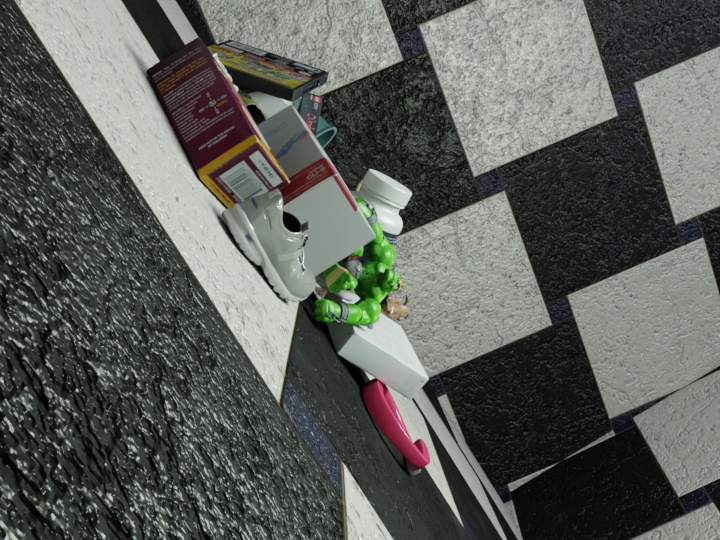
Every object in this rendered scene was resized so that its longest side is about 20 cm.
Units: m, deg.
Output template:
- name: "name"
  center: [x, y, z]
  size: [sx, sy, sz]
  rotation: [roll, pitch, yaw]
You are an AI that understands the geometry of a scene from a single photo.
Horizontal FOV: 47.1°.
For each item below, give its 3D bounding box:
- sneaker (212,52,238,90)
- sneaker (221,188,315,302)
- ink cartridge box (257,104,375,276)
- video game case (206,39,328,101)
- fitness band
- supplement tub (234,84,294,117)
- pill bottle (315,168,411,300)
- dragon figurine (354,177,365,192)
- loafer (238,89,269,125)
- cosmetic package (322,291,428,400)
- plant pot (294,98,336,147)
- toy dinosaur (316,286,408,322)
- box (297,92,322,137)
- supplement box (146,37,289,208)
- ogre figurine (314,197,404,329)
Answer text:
- name: "sneaker"
  center: [-0.231, -0.271, 1.282]
  size: [0.200, 0.081, 0.077]
  rotation: [62, 2, 38]
- name: "sneaker"
  center: [-0.090, -0.026, 1.019]
  size: [0.075, 0.082, 0.200]
  rotation: [60, 2, 31]
- name: "ink cartridge box"
  center: [-0.098, -0.111, 1.204]
  size: [0.145, 0.145, 0.200]
  rotation: [54, 4, -46]
- name: "video game case"
  center: [-0.176, -0.349, 1.433]
  size: [0.200, 0.026, 0.181]
  rotation: [20, 26, 8]
- name: "fitness band"
  center: [0.052, 0.235, 1.268]
  size: [0.144, 0.037, 0.200]
  rotation: [56, 1, -3]
- name: "supplement tub"
  center: [-0.201, -0.302, 1.519]
  size: [0.145, 0.145, 0.200]
  rotation: [57, 3, -34]
- name: "pill bottle"
  center: [0.001, -0.061, 1.359]
  size: [0.111, 0.200, 0.111]
  rotation: [28, 14, -8]
- name: "dragon figurine"
  center: [0.005, -0.080, 1.518]
  size: [0.099, 0.059, 0.200]
  rotation: [-82, 161, -68]
- name: "loafer"
  center: [-0.197, -0.257, 1.359]
  size: [0.200, 0.076, 0.067]
  rotation: [37, -10, 9]
- name: "cosmetic package"
  center: [0.017, 0.111, 1.349]
  size: [0.151, 0.052, 0.200]
  rotation: [37, 10, -21]
- name: "plant pot"
  center: [-0.194, -0.352, 1.999]
  size: [0.196, 0.200, 0.200]
  rotation: [51, 2, 2]
- name: "toy dinosaur"
  center: [0.004, 0.041, 1.518]
  size: [0.086, 0.135, 0.200]
  rotation: [60, 3, 32]
- name: "box"
  center: [-0.113, -0.202, 1.483]
  size: [0.137, 0.038, 0.200]
  rotation: [117, -17, -52]
- name: "supplement box"
  center: [-0.183, -0.185, 1.063]
  size: [0.200, 0.086, 0.110]
  rotation: [59, 3, 28]
- name: "ogre figurine"
  center: [0.000, 0.000, 1.255]
  size: [0.120, 0.098, 0.200]
  rotation: [36, 41, -42]
